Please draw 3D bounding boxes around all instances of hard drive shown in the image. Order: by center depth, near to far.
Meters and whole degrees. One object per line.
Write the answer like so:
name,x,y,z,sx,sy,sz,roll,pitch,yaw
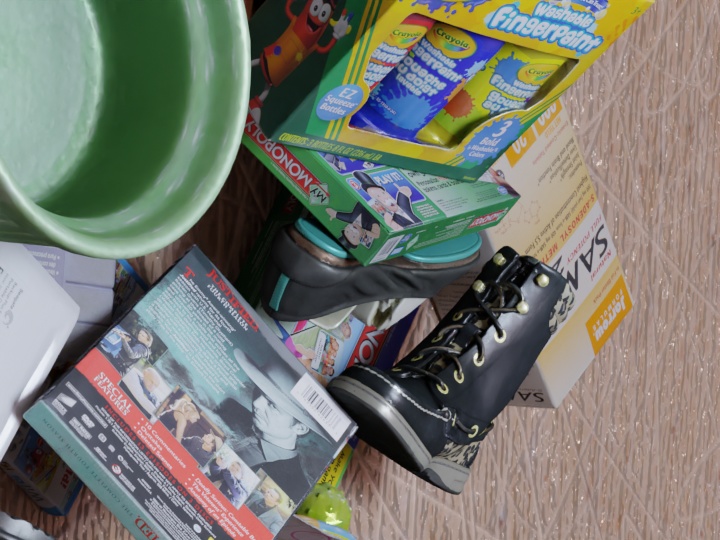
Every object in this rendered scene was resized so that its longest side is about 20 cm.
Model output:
hard drive,-0.229,0.010,1.252,0.200,0.026,0.132,51,52,-38

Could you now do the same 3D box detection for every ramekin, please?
ramekin,-0.155,-0.105,1.246,0.200,0.098,0.200,1,88,-51

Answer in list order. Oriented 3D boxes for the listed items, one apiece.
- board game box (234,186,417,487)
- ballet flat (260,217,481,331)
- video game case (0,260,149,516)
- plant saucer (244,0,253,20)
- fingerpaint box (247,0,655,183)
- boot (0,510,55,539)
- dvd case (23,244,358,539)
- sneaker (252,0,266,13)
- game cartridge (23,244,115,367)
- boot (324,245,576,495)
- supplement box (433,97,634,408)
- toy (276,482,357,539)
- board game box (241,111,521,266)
board game box,-0.028,0.035,1.578,0.135,0.029,0.200,50,53,-40
ballet flat,0.000,0.000,1.523,0.200,0.068,0.068,-2,126,-57
video game case,-0.190,0.021,1.388,0.200,0.018,0.143,52,52,-39
plant saucer,-0.141,-0.173,1.421,0.200,0.032,0.201,-3,94,-45
fingerpaint box,0.047,-0.139,1.462,0.200,0.167,0.073,9,43,-51
boot,-0.191,0.232,1.343,0.211,0.079,0.158,53,51,-39
dvd case,-0.087,0.082,1.381,0.146,0.022,0.200,48,33,-6
sneaker,-0.019,-0.164,1.570,0.200,0.073,0.085,17,80,-40
game cartridge,-0.206,-0.018,1.326,0.200,0.038,0.130,10,87,-51
boot,0.057,0.048,1.549,0.154,0.073,0.204,-57,158,-5
supplement box,0.104,-0.022,1.724,0.126,0.073,0.200,-49,128,-39
toy,-0.036,0.153,1.515,0.200,0.115,0.047,36,57,-47
board game box,0.007,-0.070,1.532,0.029,0.135,0.200,-51,165,23
